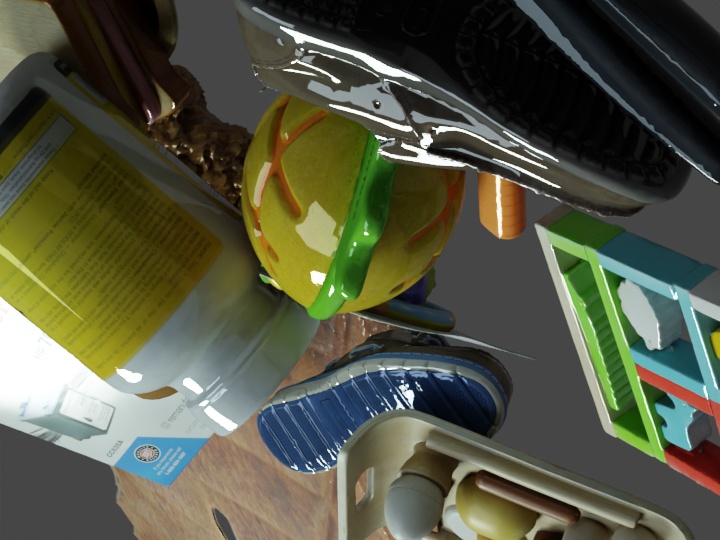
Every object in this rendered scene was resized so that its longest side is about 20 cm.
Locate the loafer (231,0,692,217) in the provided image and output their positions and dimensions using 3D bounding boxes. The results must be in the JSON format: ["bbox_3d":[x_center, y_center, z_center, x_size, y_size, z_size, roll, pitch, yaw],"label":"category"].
[{"bbox_3d":[0.040,-0.075,0.767,0.200,0.073,0.071,27,147,10],"label":"loafer"}]

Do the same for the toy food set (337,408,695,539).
[{"bbox_3d":[0.082,0.159,1.038,0.200,0.060,0.144,22,151,13],"label":"toy food set"}]

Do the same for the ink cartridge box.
[{"bbox_3d":[-0.190,0.054,1.330,0.200,0.086,0.146,22,136,-18],"label":"ink cartridge box"}]

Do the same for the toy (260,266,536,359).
[{"bbox_3d":[0.000,0.000,1.046,0.200,0.115,0.047,15,91,56],"label":"toy"}]

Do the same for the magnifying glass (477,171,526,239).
[{"bbox_3d":[0.060,-0.087,0.845,0.080,0.022,0.200,42,157,33],"label":"magnifying glass"}]

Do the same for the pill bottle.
[{"bbox_3d":[-0.122,-0.009,0.957,0.200,0.112,0.112,41,162,-10],"label":"pill bottle"}]

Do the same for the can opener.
[{"bbox_3d":[0.080,-0.106,0.713,0.200,0.079,0.063,45,152,2],"label":"can opener"}]

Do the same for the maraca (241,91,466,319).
[{"bbox_3d":[-0.001,-0.043,0.895,0.107,0.137,0.200,12,178,-7],"label":"maraca"}]

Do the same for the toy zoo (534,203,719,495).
[{"bbox_3d":[0.161,0.053,0.833,0.200,0.020,0.131,29,147,52],"label":"toy zoo"}]

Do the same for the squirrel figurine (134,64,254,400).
[{"bbox_3d":[-0.135,-0.022,1.178,0.200,0.141,0.187,-53,44,47],"label":"squirrel figurine"}]

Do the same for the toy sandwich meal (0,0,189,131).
[{"bbox_3d":[-0.182,-0.148,0.987,0.205,0.070,0.205,25,154,13],"label":"toy sandwich meal"}]

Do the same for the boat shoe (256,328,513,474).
[{"bbox_3d":[0.020,0.066,1.095,0.200,0.072,0.072,-12,115,48],"label":"boat shoe"}]
